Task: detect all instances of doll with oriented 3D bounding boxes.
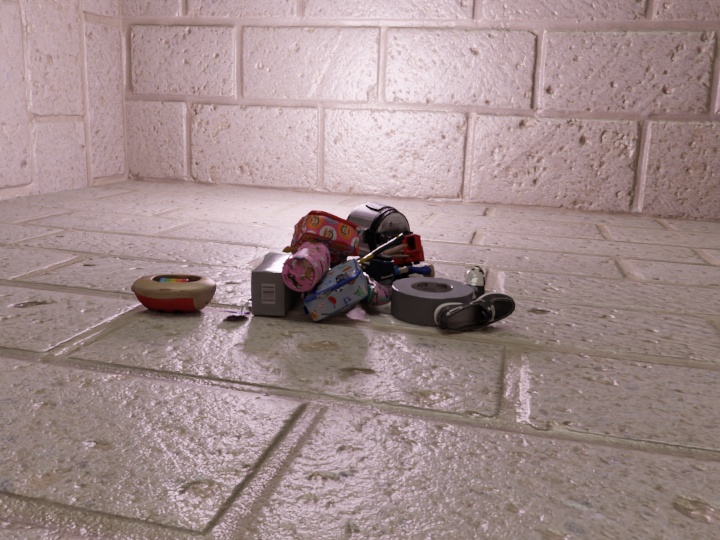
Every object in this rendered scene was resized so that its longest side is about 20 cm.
[{"bbox_3d":[0.109,0.006,1.904,0.194,0.050,0.136,-4,-2,-17],"label":"doll"}]

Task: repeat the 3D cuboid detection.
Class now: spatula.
[{"bbox_3d":[-0.264,0.081,1.591,0.055,0.021,0.200,4,13,15],"label":"spatula"}]

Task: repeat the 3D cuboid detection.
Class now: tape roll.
[{"bbox_3d":[0.169,0.071,1.614,0.194,0.068,0.201,2,12,0],"label":"tape roll"}]

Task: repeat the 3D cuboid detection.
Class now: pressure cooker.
[{"bbox_3d":[0.066,-0.114,2.152,0.198,0.180,0.177,17,58,47],"label":"pressure cooker"}]

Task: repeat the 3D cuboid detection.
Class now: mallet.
[{"bbox_3d":[0.024,-0.039,1.738,0.197,0.042,0.066,-32,14,-4],"label":"mallet"}]

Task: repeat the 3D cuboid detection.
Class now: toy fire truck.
[{"bbox_3d":[0.111,-0.045,1.921,0.196,0.050,0.140,-17,-17,34],"label":"toy fire truck"}]

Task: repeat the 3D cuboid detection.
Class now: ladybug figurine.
[{"bbox_3d":[-0.431,0.053,1.565,0.194,0.074,0.136,3,12,0],"label":"ladybug figurine"}]

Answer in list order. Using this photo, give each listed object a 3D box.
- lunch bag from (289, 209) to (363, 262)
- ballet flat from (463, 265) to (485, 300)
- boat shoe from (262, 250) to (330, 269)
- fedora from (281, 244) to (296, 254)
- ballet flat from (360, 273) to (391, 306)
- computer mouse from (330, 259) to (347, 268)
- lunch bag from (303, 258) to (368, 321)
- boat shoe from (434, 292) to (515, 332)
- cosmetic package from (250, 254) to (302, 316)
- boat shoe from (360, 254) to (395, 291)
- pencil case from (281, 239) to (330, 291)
[{"bbox_3d":[-0.081,-0.079,1.749,0.172,0.084,0.199,20,-17,-18],"label":"lunch bag"},{"bbox_3d":[0.300,0.030,1.803,0.066,0.070,0.200,5,14,10],"label":"ballet flat"},{"bbox_3d":[-0.185,-0.007,1.910,0.195,0.072,0.072,6,33,10],"label":"boat shoe"},{"bbox_3d":[-0.137,-0.055,2.010,0.195,0.084,0.201,-17,8,2],"label":"fedora"},{"bbox_3d":[0.029,0.053,1.675,0.070,0.071,0.200,17,5,-18],"label":"ballet flat"},{"bbox_3d":[-0.049,-0.013,1.954,0.057,0.035,0.200,-22,12,-14],"label":"computer mouse"},{"bbox_3d":[-0.063,0.044,1.585,0.157,0.077,0.200,-25,11,4],"label":"lunch bag"},{"bbox_3d":[0.263,0.095,1.508,0.194,0.076,0.060,-5,14,-15],"label":"boat shoe"},{"bbox_3d":[-0.198,0.031,1.628,0.087,0.110,0.200,1,11,5],"label":"cosmetic package"},{"bbox_3d":[0.000,0.000,1.794,0.194,0.095,0.075,1,28,-7],"label":"boat shoe"},{"bbox_3d":[-0.124,-0.014,1.577,0.081,0.088,0.200,-21,9,12],"label":"pencil case"}]
